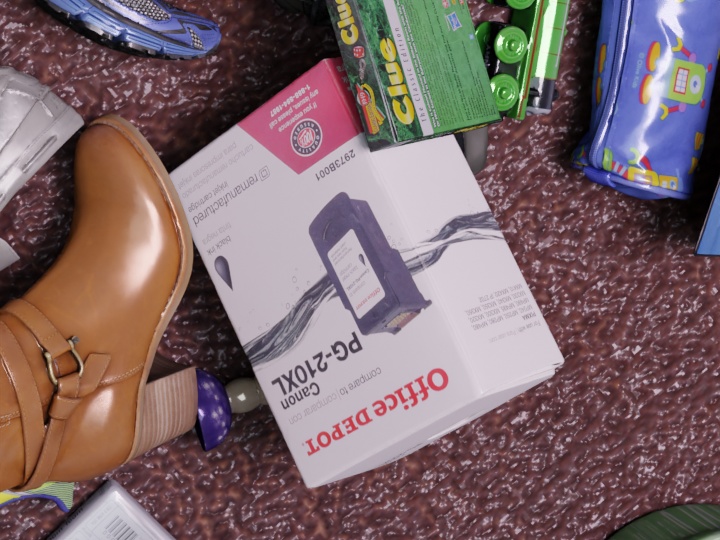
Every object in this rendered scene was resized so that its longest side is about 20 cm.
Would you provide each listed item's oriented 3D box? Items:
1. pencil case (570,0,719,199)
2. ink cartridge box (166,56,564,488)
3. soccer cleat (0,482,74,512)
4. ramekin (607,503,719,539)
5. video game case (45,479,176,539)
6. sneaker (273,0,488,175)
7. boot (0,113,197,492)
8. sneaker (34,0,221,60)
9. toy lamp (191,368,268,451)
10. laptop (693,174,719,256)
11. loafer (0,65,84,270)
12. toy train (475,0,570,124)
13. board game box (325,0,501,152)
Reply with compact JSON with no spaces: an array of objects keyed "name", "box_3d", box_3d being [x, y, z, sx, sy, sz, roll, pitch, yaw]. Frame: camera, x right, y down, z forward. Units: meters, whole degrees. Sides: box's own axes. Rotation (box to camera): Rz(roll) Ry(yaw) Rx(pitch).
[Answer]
[{"name":"pencil case","box_3d":[0.177,-0.143,1.190,0.086,0.078,0.201,2,101,-38]},{"name":"ink cartridge box","box_3d":[0.000,0.000,1.103,0.084,0.144,0.201,-16,77,-51]},{"name":"soccer cleat","box_3d":[-0.261,0.130,1.147,0.199,0.065,0.084,-12,106,-11]},{"name":"ramekin","box_3d":[0.223,0.247,1.269,0.199,0.098,0.202,-3,101,-13]},{"name":"video game case","box_3d":[-0.150,0.258,1.220,0.182,0.024,0.200,-43,108,-2]},{"name":"sneaker","box_3d":[0.007,-0.141,1.154,0.114,0.076,0.201,-19,102,-7]},{"name":"boot","box_3d":[-0.174,0.022,1.107,0.155,0.076,0.201,-16,110,-40]},{"name":"sneaker","box_3d":[-0.160,-0.181,1.107,0.199,0.075,0.079,31,89,-19]},{"name":"toy lamp","box_3d":[-0.006,0.055,1.197,0.199,0.058,0.059,-17,104,-11]},{"name":"laptop","box_3d":[0.298,-0.080,1.214,0.199,0.116,0.188,17,97,-16]},{"name":"loafer","box_3d":[-0.227,-0.018,1.122,0.070,0.070,0.201,30,91,-11]},{"name":"toy train","box_3d":[0.107,-0.185,1.188,0.056,0.042,0.201,5,100,-25]},{"name":"board game box","box_3d":[0.013,-0.168,1.059,0.105,0.023,0.201,-15,89,-54]}]
